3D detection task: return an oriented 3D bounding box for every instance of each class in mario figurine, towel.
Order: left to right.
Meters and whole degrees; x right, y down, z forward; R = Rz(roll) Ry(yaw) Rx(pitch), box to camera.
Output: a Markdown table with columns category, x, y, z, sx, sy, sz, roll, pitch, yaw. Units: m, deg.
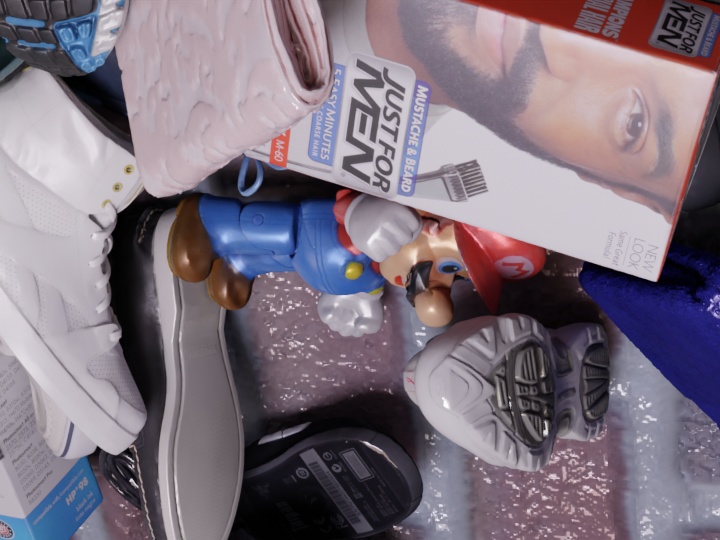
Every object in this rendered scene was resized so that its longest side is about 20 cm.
| category | x | y | z | sx | sy | sz | roll | pitch | yaw |
| --- | --- | --- | --- | --- | --- | --- | --- | --- | --- |
| towel | -0.073 | -0.142 | 0.771 | 0.200 | 0.032 | 0.193 | 160 | 101 | -66 |
| mario figurine | 0.000 | 0.000 | 0.915 | 0.198 | 0.123 | 0.107 | -4 | 107 | 23 |
| towel | 0.212 | 0.058 | 0.899 | 0.200 | 0.148 | 0.050 | 43 | 81 | -18 |

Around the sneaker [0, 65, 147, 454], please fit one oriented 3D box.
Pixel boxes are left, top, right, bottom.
| category | x | y | z | sx | sy | sz | roll | pitch | yaw |
| --- | --- | --- | --- | --- | --- | --- | --- | --- | --- |
| sneaker | -0.140 | -0.008 | 0.900 | 0.115 | 0.074 | 0.201 | -33 | 111 | -4 |

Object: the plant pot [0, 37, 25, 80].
| category | x | y | z | sx | sy | sz | roll | pitch | yaw |
| --- | --- | --- | --- | --- | --- | --- | --- | --- | --- |
| plant pot | -0.253 | -0.176 | 0.832 | 0.134 | 0.200 | 0.201 | 4 | 130 | 46 |

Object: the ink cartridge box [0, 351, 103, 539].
| category | x | y | z | sx | sy | sz | roll | pitch | yaw |
| --- | --- | --- | --- | --- | --- | --- | --- | --- | --- |
| ink cartridge box | -0.242 | 0.071 | 1.040 | 0.115 | 0.067 | 0.201 | 7 | 127 | 32 |

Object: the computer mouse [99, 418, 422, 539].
| category | x | y | z | sx | sy | sz | roll | pitch | yaw |
| --- | --- | --- | --- | --- | --- | --- | --- | --- | --- |
| computer mouse | -0.061 | 0.111 | 1.047 | 0.199 | 0.046 | 0.141 | -29 | 107 | 35 |

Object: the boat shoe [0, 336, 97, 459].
| category | x | y | z | sx | sy | sz | roll | pitch | yaw |
| --- | --- | --- | --- | --- | --- | --- | --- | --- | --- |
| boat shoe | -0.187 | 0.012 | 0.965 | 0.069 | 0.071 | 0.202 | -11 | 110 | -26 |

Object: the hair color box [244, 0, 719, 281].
| category | x | y | z | sx | sy | sz | roll | pitch | yaw |
| --- | --- | --- | --- | --- | --- | --- | --- | --- | --- |
| hair color box | 0.053 | -0.082 | 0.774 | 0.199 | 0.064 | 0.112 | 16 | 127 | 10 |

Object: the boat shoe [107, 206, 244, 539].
| category | x | y | z | sx | sy | sz | roll | pitch | yaw |
| --- | --- | --- | --- | --- | --- | --- | --- | --- | --- |
| boat shoe | -0.111 | 0.065 | 0.979 | 0.060 | 0.074 | 0.202 | -4 | 93 | 29 |

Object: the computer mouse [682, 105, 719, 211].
| category | x | y | z | sx | sy | sz | roll | pitch | yaw |
| --- | --- | --- | --- | --- | --- | --- | --- | --- | --- |
| computer mouse | 0.109 | -0.099 | 0.859 | 0.139 | 0.046 | 0.201 | -10 | 120 | 20 |

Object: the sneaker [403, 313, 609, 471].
| category | x | y | z | sx | sy | sz | roll | pitch | yaw |
| --- | --- | --- | --- | --- | --- | --- | --- | --- | --- |
| sneaker | 0.060 | 0.063 | 0.908 | 0.099 | 0.200 | 0.079 | -1 | 85 | 25 |

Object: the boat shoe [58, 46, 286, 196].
| category | x | y | z | sx | sy | sz | roll | pitch | yaw |
| --- | --- | --- | --- | --- | --- | --- | --- | --- | --- |
| boat shoe | -0.070 | -0.093 | 0.905 | 0.199 | 0.084 | 0.069 | 27 | 136 | 16 |

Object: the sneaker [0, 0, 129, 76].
| category | x | y | z | sx | sy | sz | roll | pitch | yaw |
| --- | --- | --- | --- | --- | --- | --- | --- | --- | --- |
| sneaker | -0.140 | -0.191 | 0.805 | 0.074 | 0.087 | 0.201 | -1 | 116 | 8 |

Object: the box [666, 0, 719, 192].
| category | x | y | z | sx | sy | sz | roll | pitch | yaw |
| --- | --- | --- | --- | --- | --- | --- | --- | --- | --- |
| box | 0.077 | -0.130 | 0.799 | 0.199 | 0.044 | 0.161 | 20 | 129 | 8 |
